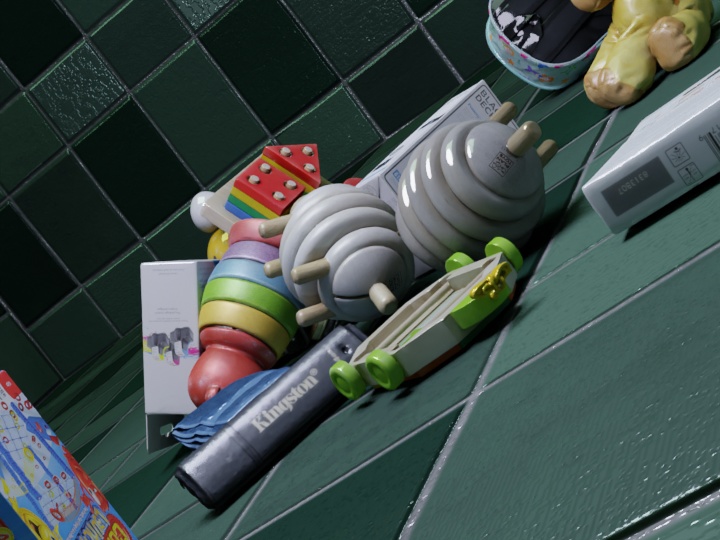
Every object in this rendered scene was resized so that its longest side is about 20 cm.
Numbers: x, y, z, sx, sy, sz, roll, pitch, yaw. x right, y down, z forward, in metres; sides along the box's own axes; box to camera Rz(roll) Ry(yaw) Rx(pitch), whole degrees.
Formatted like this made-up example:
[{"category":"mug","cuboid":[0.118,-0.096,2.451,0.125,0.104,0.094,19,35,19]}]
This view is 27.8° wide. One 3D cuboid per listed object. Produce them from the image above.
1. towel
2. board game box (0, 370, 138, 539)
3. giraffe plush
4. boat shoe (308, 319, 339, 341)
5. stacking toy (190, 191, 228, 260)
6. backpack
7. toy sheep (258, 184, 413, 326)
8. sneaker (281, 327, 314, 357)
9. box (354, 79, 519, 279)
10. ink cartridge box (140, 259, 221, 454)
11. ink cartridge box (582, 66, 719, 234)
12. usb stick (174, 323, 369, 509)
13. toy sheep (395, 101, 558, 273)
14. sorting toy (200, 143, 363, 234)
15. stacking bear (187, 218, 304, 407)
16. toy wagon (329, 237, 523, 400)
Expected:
[{"category":"towel","cuboid":[-0.102,0.130,1.327,0.111,0.049,0.200,-40,7,-19]},{"category":"board game box","cuboid":[-0.268,0.191,1.170,0.056,0.196,0.200,-37,7,4]},{"category":"giraffe plush","cuboid":[0.291,-0.291,1.546,0.200,0.163,0.173,-39,7,0]},{"category":"boat shoe","cuboid":[0.000,0.000,1.559,0.201,0.064,0.073,-67,5,-36]},{"category":"stacking toy","cuboid":[-0.143,-0.014,1.817,0.146,0.200,0.146,-39,2,2]},{"category":"backpack","cuboid":[0.271,-0.351,2.013,0.200,0.177,0.151,-45,-13,-19]},{"category":"toy sheep","cuboid":[-0.016,-0.012,1.391,0.138,0.138,0.200,-38,43,2]},{"category":"sneaker","cuboid":[-0.104,0.067,1.646,0.199,0.079,0.090,-32,-1,20]},{"category":"box","cuboid":[0.092,-0.097,1.517,0.200,0.117,0.060,-42,8,-37]},{"category":"ink cartridge box","cuboid":[-0.182,0.090,1.561,0.067,0.202,0.115,-1,2,14]},{"category":"ink cartridge box","cuboid":[0.260,-0.111,1.068,0.162,0.057,0.200,-35,-1,30]},{"category":"usb stick","cuboid":[-0.067,0.120,1.208,0.200,0.055,0.033,-40,-36,-19]},{"category":"toy sheep","cuboid":[0.099,-0.070,1.250,0.138,0.138,0.200,-44,-9,-40]},{"category":"sorting toy","cuboid":[-0.063,-0.080,1.803,0.070,0.199,0.199,-61,-7,34]},{"category":"stacking bear","cuboid":[-0.114,0.059,1.488,0.122,0.113,0.201,120,170,-64]},{"category":"toy wagon","cuboid":[0.063,0.036,1.123,0.155,0.040,0.200,-42,8,-25]}]
